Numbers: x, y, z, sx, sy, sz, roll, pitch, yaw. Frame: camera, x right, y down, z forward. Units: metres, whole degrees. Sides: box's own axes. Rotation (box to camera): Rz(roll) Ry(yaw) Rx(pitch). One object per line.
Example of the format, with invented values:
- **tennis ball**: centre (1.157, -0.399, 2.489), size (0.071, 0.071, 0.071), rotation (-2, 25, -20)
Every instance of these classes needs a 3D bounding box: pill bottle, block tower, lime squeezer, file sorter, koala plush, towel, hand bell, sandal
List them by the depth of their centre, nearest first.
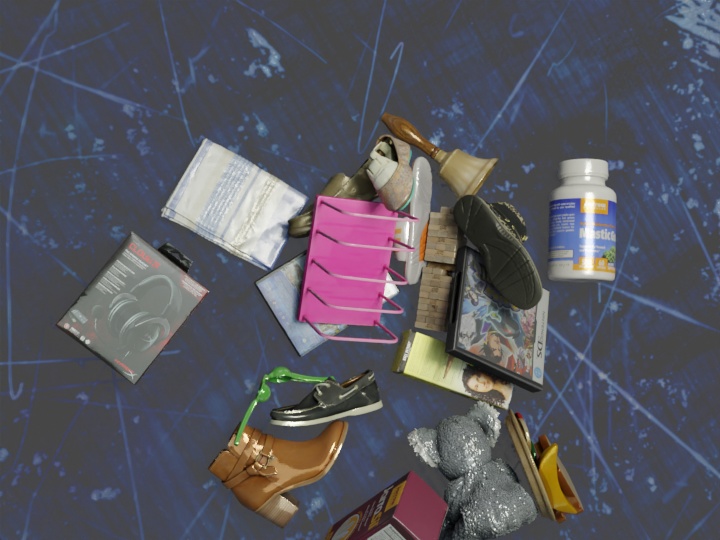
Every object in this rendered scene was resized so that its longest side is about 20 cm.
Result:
- **file sorter**: centre (0.000, 0.000, 1.332), size (0.138, 0.125, 0.201), rotation (5, 102, -23)
- **lime squeezer**: centre (-0.136, 0.196, 1.375), size (0.200, 0.038, 0.071), rotation (-30, 95, -32)
- **koala plush**: centre (0.176, 0.319, 1.383), size (0.177, 0.184, 0.201), rotation (-17, 78, -12)
- **towel**: centre (-0.200, -0.104, 1.400), size (0.200, 0.024, 0.147), rotation (29, 79, -10)
- **block tower**: centre (0.136, 0.000, 1.430), size (0.054, 0.058, 0.201), rotation (7, 86, 27)
- **sandal**: centre (0.080, -0.082, 1.431), size (0.059, 0.079, 0.208), rotation (5, 95, 29)
- **hand bell**: centre (0.118, -0.199, 1.452), size (0.200, 0.104, 0.104), rotation (36, 80, 6)
- **pill bottle**: centre (0.374, -0.082, 1.469), size (0.112, 0.112, 0.201), rotation (3, 86, -11)

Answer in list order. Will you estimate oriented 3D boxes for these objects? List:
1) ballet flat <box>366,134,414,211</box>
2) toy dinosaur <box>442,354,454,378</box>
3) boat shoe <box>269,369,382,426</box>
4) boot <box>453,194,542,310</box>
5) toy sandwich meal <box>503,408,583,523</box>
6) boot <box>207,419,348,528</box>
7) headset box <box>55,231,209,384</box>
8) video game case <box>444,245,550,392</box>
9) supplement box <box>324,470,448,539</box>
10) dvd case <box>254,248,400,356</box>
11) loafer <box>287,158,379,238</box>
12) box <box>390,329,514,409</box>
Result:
- **ballet flat**: centre (0.042, -0.156, 1.357), size (0.067, 0.200, 0.068), rotation (36, 113, -18)
- **toy dinosaur**: centre (0.195, 0.087, 1.422), size (0.199, 0.060, 0.106), rotation (-18, 68, -32)
- **boat shoe**: centre (-0.057, 0.202, 1.366), size (0.199, 0.072, 0.068), rotation (-9, 93, -34)
- **boot**: centre (0.244, -0.035, 1.403), size (0.073, 0.154, 0.204), rotation (-39, 75, 25)
- **toy sandwich meal**: centre (0.292, 0.308, 1.388), size (0.070, 0.205, 0.206), rotation (-21, 91, 4)
- **boot**: centre (-0.127, 0.283, 1.370), size (0.155, 0.077, 0.200), rotation (39, 87, -3)
- **headset box**: centre (-0.338, 0.050, 1.334), size (0.149, 0.077, 0.200), rotation (39, 81, -6)
- **video game case**: centre (0.226, 0.080, 1.406), size (0.200, 0.025, 0.181), rotation (26, 61, -30)
- **supplement box**: centre (0.027, 0.406, 1.315), size (0.086, 0.110, 0.200), rotation (44, 120, -6)
- **dvd case**: centre (-0.053, 0.028, 1.422), size (0.200, 0.018, 0.143), rotation (-32, 92, -11)
- **loafer**: centre (-0.040, -0.116, 1.410), size (0.200, 0.076, 0.068), rotation (-31, 92, -22)
- **box**: centre (0.156, 0.164, 1.438), size (0.199, 0.050, 0.076), rotation (19, 80, -9)
